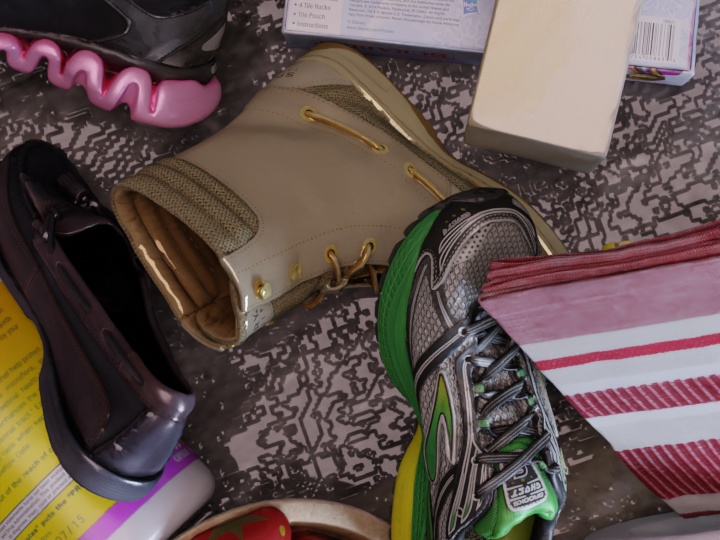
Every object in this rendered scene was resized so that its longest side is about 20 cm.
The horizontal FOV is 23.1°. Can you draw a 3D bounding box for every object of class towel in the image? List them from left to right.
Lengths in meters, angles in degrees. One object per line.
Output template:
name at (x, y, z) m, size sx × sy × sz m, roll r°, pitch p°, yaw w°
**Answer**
towel at (0.154, 0.043, 0.708) m, size 0.144 × 0.200 × 0.023 m, roll -10°, pitch 53°, yaw 31°

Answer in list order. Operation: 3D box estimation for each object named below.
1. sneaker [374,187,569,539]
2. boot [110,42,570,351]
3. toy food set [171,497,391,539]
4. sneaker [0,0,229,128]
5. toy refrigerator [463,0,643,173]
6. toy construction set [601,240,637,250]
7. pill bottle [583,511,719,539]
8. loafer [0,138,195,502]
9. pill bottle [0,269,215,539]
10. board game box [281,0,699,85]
sneaker at (0.059, 0.061, 0.744) m, size 0.078 × 0.085 × 0.201 m, roll -12°, pitch 111°, yaw -21°
boot at (0.000, 0.000, 0.796) m, size 0.200 × 0.073 × 0.155 m, roll 46°, pitch 50°, yaw 7°
toy food set at (-0.036, 0.203, 0.802) m, size 0.200 × 0.049 × 0.198 m, roll 43°, pitch 82°, yaw -25°
sneaker at (-0.147, -0.137, 0.783) m, size 0.199 × 0.079 × 0.096 m, roll 16°, pitch 118°, yaw -12°
toy refrigerator at (0.097, -0.152, 0.797) m, size 0.070 × 0.076 × 0.201 m, roll 14°, pitch 89°, yaw 2°
toy construction set at (0.197, 0.032, 0.793) m, size 0.199 × 0.131 × 0.092 m, roll 12°, pitch 77°, yaw 5°
pill bottle at (0.172, 0.211, 0.795) m, size 0.119 × 0.120 × 0.201 m, roll -9°, pitch 87°, yaw 1°
loafer at (-0.115, 0.008, 0.789) m, size 0.063 × 0.072 × 0.200 m, roll -47°, pitch 47°, yaw 27°
pill bottle at (-0.169, 0.064, 0.821) m, size 0.104 × 0.104 × 0.200 m, roll -44°, pitch 87°, yaw -1°
board game box at (0.071, -0.200, 0.858) m, size 0.199 × 0.041 × 0.200 m, roll 7°, pitch 88°, yaw 2°
